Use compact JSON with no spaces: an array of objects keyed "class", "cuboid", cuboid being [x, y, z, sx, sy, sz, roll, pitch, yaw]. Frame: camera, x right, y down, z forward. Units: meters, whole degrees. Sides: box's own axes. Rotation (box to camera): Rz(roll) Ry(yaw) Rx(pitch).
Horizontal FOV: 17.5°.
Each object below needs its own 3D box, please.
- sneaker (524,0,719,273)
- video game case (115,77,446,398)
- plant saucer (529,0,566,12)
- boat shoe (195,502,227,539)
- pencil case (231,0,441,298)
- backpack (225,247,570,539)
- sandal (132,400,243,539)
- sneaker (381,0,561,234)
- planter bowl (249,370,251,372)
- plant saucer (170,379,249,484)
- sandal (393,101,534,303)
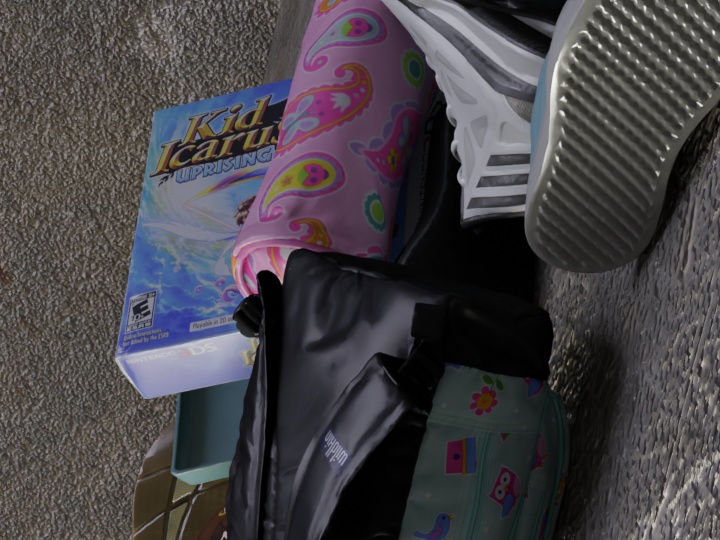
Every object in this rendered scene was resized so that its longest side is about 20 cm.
[{"class":"sneaker","cuboid":[0.103,-0.089,0.912,0.201,0.073,0.082,112,164,-50]},{"class":"video game case","cuboid":[-0.030,-0.031,1.290,0.046,0.198,0.182,58,-152,-44]},{"class":"plant saucer","cuboid":[0.101,-0.204,1.247,0.200,0.036,0.202,-167,90,-82]},{"class":"boat shoe","cuboid":[-0.010,0.095,1.161,0.200,0.067,0.072,-40,-62,-43]},{"class":"pencil case","cuboid":[-0.005,-0.066,1.214,0.088,0.087,0.201,113,176,-55]},{"class":"backpack","cuboid":[0.013,0.101,1.021,0.167,0.126,0.202,17,97,63]},{"class":"sandal","cuboid":[-0.098,0.177,1.438,0.054,0.080,0.202,-16,-67,-70]},{"class":"sneaker","cuboid":[0.050,-0.085,1.149,0.201,0.075,0.116,45,129,55]},{"class":"planter bowl","cuboid":[0.000,0.000,1.337,0.084,0.199,0.202,57,-150,-45]},{"class":"plant saucer","cuboid":[-0.076,0.061,1.420,0.201,0.069,0.019,-93,-13,-57]},{"class":"sandal","cuboid":[0.050,-0.006,1.174,0.048,0.075,0.201,-47,19,44]}]
